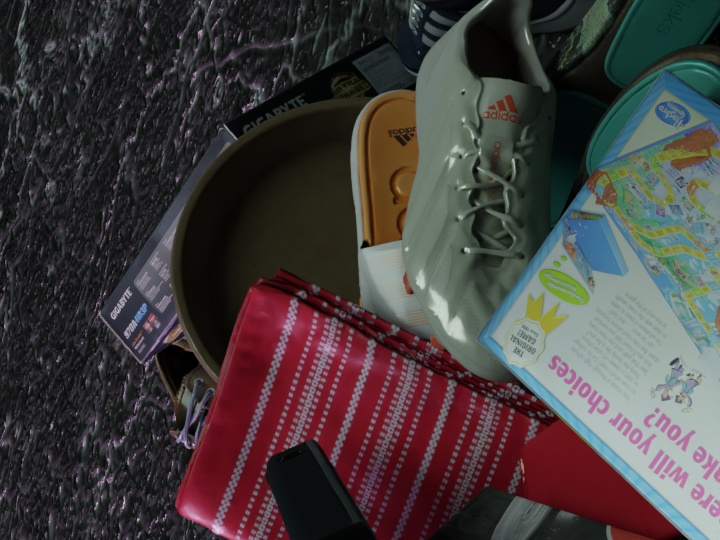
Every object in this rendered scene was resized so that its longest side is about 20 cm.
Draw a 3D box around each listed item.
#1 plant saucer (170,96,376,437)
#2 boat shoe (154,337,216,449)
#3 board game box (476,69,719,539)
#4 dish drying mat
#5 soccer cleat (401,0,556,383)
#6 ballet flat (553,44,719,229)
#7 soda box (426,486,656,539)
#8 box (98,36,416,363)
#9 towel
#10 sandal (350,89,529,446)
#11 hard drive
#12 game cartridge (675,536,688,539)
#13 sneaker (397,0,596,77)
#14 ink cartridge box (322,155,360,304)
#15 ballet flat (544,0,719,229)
[{"bbox_3d":[0.000,0.000,0.993,0.030,0.198,0.202,86,-179,-63],"label":"plant saucer"},{"bbox_3d":[-0.089,0.099,1.249,0.200,0.072,0.073,41,117,62],"label":"boat shoe"},{"bbox_3d":[0.146,0.030,0.703,0.135,0.034,0.200,-55,47,10],"label":"board game box"},{"bbox_3d":[0.130,0.073,0.788,0.200,0.018,0.077,-41,47,51],"label":"dish drying mat"},{"bbox_3d":[0.057,-0.043,0.852,0.078,0.069,0.201,124,152,-45],"label":"soccer cleat"},{"bbox_3d":[0.127,-0.030,0.850,0.068,0.068,0.201,45,133,17],"label":"ballet flat"},{"bbox_3d":[0.104,0.149,0.756,0.199,0.071,0.064,11,131,51],"label":"soda box"},{"bbox_3d":[-0.060,-0.042,1.162,0.046,0.159,0.200,47,135,8],"label":"box"},{"bbox_3d":[0.015,0.102,0.918,0.146,0.199,0.022,-67,-10,21],"label":"towel"},{"bbox_3d":[0.031,-0.012,0.949,0.059,0.078,0.208,88,171,-63],"label":"sandal"},{"bbox_3d":[0.002,0.157,0.819,0.200,0.033,0.141,-148,36,-82],"label":"hard drive"},{"bbox_3d":[0.172,0.064,0.763,0.200,0.041,0.134,-36,44,55],"label":"game cartridge"},{"bbox_3d":[0.043,-0.157,1.035,0.200,0.108,0.071,-15,66,62],"label":"sneaker"},{"bbox_3d":[-0.005,0.061,1.069,0.146,0.084,0.202,132,140,-53],"label":"ink cartridge box"},{"bbox_3d":[0.126,-0.097,0.907,0.200,0.074,0.075,-50,37,43],"label":"ballet flat"}]
